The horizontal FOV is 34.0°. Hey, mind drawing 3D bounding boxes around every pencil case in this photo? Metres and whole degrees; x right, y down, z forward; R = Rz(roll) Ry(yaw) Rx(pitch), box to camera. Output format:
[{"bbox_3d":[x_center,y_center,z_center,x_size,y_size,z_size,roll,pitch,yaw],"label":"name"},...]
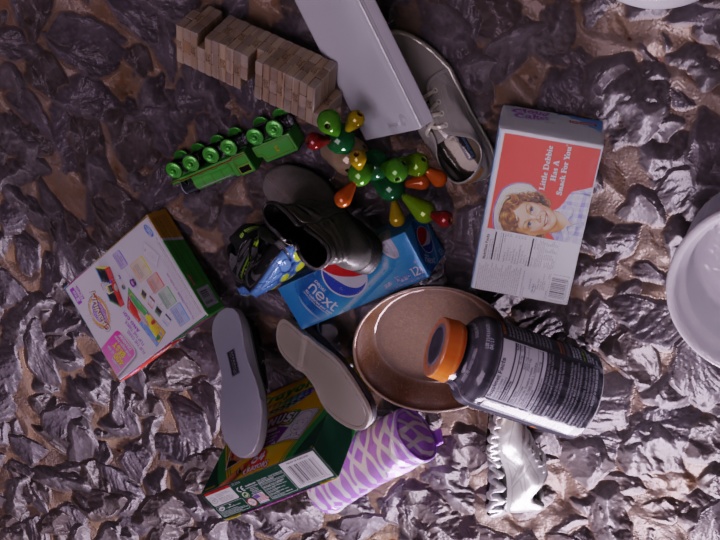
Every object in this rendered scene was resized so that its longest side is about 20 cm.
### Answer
[{"bbox_3d":[0.012,0.256,1.564,0.085,0.085,0.199,25,135,-36],"label":"pencil case"}]

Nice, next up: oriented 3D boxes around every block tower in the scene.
[{"bbox_3d":[-0.115,-0.236,1.344,0.198,0.054,0.058,27,142,16],"label":"block tower"}]

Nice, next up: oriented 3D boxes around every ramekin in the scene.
[{"bbox_3d":[0.427,0.003,1.239,0.197,0.098,0.204,10,121,18],"label":"ramekin"}]

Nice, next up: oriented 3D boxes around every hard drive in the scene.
[{"bbox_3d":[-0.003,-0.243,1.289,0.131,0.026,0.202,1,121,63],"label":"hard drive"}]

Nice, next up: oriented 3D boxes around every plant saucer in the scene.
[{"bbox_3d":[0.089,0.089,1.440,0.196,0.037,0.203,2,128,2],"label":"plant saucer"}]

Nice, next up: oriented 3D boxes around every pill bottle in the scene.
[{"bbox_3d":[0.173,0.117,1.366,0.197,0.107,0.107,19,125,-14],"label":"pill bottle"}]

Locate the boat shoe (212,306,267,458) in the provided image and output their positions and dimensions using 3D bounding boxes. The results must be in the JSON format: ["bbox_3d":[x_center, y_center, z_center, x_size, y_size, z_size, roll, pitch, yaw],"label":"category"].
[{"bbox_3d":[-0.144,0.144,1.515,0.068,0.056,0.203,-23,63,26],"label":"boat shoe"}]

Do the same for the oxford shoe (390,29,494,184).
[{"bbox_3d":[0.081,-0.179,1.311,0.075,0.058,0.201,-29,102,34],"label":"oxford shoe"}]

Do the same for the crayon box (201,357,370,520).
[{"bbox_3d":[-0.094,0.218,1.528,0.198,0.174,0.058,-26,115,31],"label":"crayon box"}]

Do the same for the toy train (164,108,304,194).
[{"bbox_3d":[-0.155,-0.142,1.443,0.198,0.042,0.057,-18,119,30],"label":"toy train"}]

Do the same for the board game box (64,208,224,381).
[{"bbox_3d":[-0.292,0.035,1.574,0.199,0.040,0.154,-34,87,33],"label":"board game box"}]

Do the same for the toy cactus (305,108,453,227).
[{"bbox_3d":[0.004,-0.113,1.333,0.198,0.164,0.104,26,91,-34],"label":"toy cactus"}]

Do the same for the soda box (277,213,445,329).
[{"bbox_3d":[0.000,0.000,1.435,0.198,0.068,0.065,-24,105,31],"label":"soda box"}]

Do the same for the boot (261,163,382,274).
[{"bbox_3d":[-0.070,-0.069,1.357,0.200,0.130,0.068,41,107,30],"label":"boot"}]

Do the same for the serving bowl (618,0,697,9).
[{"bbox_3d":[0.285,-0.344,1.130,0.197,0.066,0.203,10,121,17],"label":"serving bowl"}]

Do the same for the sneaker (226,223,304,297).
[{"bbox_3d":[-0.126,-0.016,1.434,0.084,0.070,0.199,62,161,-7],"label":"sneaker"}]

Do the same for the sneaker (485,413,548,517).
[{"bbox_3d":[0.196,0.228,1.480,0.080,0.076,0.203,3,127,12],"label":"sneaker"}]

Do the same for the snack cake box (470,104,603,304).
[{"bbox_3d":[0.194,-0.071,1.305,0.113,0.067,0.203,11,121,5],"label":"snack cake box"}]

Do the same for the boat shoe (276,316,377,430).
[{"bbox_3d":[-0.030,0.120,1.464,0.200,0.062,0.074,43,129,40],"label":"boat shoe"}]
